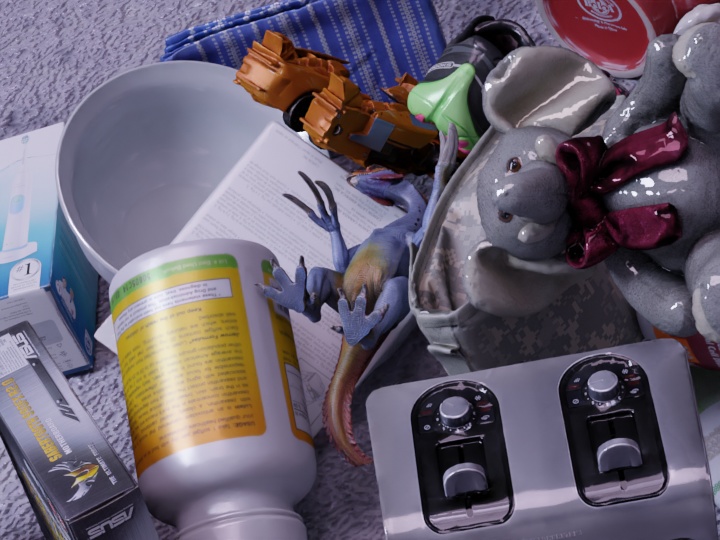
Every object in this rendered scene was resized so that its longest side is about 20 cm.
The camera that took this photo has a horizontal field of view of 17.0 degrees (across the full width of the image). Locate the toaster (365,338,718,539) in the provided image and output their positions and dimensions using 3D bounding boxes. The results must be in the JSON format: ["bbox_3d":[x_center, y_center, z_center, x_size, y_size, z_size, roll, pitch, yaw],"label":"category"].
[{"bbox_3d":[0.103,0.151,1.316,0.179,0.201,0.119,-9,41,3],"label":"toaster"}]

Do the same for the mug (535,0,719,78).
[{"bbox_3d":[0.235,-0.251,1.762,0.200,0.134,0.177,-49,15,-26],"label":"mug"}]

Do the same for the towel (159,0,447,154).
[{"bbox_3d":[-0.032,-0.138,1.754,0.199,0.145,0.024,-16,41,7],"label":"towel"}]

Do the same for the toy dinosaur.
[{"bbox_3d":[0.000,0.000,1.534,0.104,0.202,0.181,10,13,19],"label":"toy dinosaur"}]

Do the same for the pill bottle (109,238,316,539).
[{"bbox_3d":[-0.088,0.092,1.481,0.110,0.111,0.201,-15,68,9],"label":"pill bottle"}]

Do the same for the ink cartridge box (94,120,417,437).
[{"bbox_3d":[-0.054,0.020,1.599,0.162,0.057,0.200,35,74,10],"label":"ink cartridge box"}]

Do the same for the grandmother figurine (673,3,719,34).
[{"bbox_3d":[0.253,-0.110,1.637,0.120,0.061,0.201,1,43,-11],"label":"grandmother figurine"}]

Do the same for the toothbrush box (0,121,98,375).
[{"bbox_3d":[-0.272,-0.003,1.755,0.145,0.086,0.201,-16,38,8],"label":"toothbrush box"}]

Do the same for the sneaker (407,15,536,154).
[{"bbox_3d":[0.092,-0.126,1.612,0.084,0.077,0.200,-53,-4,13],"label":"sneaker"}]

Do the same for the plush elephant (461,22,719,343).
[{"bbox_3d":[0.130,-0.044,1.315,0.153,0.166,0.200,-3,1,3],"label":"plush elephant"}]

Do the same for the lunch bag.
[{"bbox_3d":[0.111,0.020,1.464,0.117,0.165,0.200,0,44,41],"label":"lunch bag"}]

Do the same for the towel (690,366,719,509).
[{"bbox_3d":[0.266,0.093,1.423,0.149,0.031,0.200,-33,39,-15],"label":"towel"}]

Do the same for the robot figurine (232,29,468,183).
[{"bbox_3d":[0.013,-0.106,1.672,0.145,0.199,0.058,37,106,36],"label":"robot figurine"}]

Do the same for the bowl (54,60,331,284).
[{"bbox_3d":[-0.120,-0.042,1.695,0.199,0.091,0.202,6,56,-9],"label":"bowl"}]

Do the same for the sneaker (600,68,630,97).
[{"bbox_3d":[0.145,-0.103,1.590,0.080,0.075,0.200,7,-4,-1],"label":"sneaker"}]

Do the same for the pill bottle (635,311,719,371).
[{"bbox_3d":[0.271,0.013,1.408,0.199,0.115,0.114,10,47,39],"label":"pill bottle"}]

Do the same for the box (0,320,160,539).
[{"bbox_3d":[-0.168,0.145,1.464,0.048,0.159,0.200,-26,38,-13],"label":"box"}]
